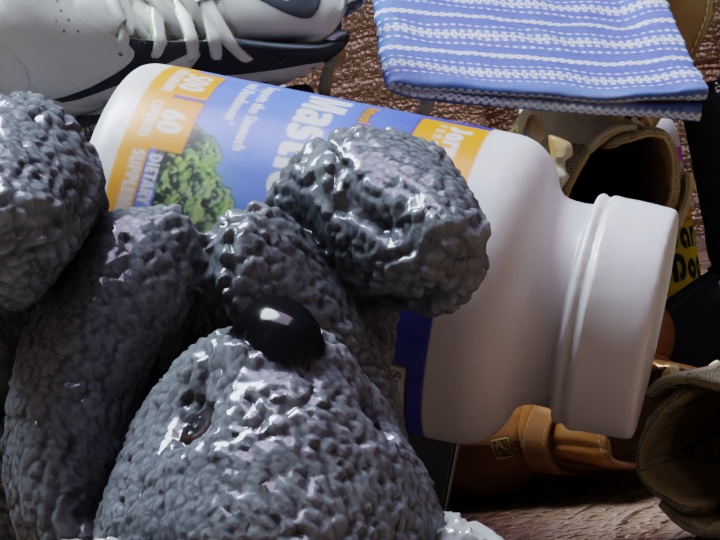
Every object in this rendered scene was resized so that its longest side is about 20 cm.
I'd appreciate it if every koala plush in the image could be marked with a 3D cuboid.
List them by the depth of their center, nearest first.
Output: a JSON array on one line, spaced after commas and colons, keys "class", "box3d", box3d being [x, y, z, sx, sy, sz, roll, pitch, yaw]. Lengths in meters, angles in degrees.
[{"class": "koala plush", "box3d": [-0.034, 0.065, 0.667, 0.177, 0.184, 0.200, 3, 19, -21]}]

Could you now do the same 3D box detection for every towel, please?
[{"class": "towel", "box3d": [0.078, -0.123, 1.095, 0.145, 0.024, 0.200, 3, 28, -4]}]

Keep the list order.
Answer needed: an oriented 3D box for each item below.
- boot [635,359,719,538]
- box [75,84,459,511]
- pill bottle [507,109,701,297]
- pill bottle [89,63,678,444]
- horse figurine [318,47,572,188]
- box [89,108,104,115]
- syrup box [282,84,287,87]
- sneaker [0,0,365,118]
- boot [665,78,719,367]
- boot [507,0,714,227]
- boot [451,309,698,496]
[{"class": "boot", "box3d": [0.167, 0.053, 0.888, 0.155, 0.072, 0.200, -13, 4, -24]}, {"class": "box", "box3d": [-0.082, 0.027, 0.955, 0.200, 0.104, 0.182, -11, 44, -21]}, {"class": "pill bottle", "box3d": [0.132, -0.024, 1.299, 0.104, 0.200, 0.104, -9, 3, 0]}, {"class": "pill bottle", "box3d": [0.006, -0.002, 0.828, 0.200, 0.112, 0.112, 11, 6, 10]}, {"class": "horse figurine", "box3d": [0.033, -0.017, 1.054, 0.200, 0.133, 0.050, 25, 17, 31]}, {"class": "box", "box3d": [-0.169, -0.069, 1.156, 0.200, 0.098, 0.124, 23, -8, 45]}, {"class": "syrup box", "box3d": [0.000, 0.000, 1.211, 0.079, 0.081, 0.200, -35, -54, 26]}, {"class": "sneaker", "box3d": [-0.071, -0.116, 0.998, 0.130, 0.080, 0.199, -26, -21, 28]}, {"class": "boot", "box3d": [0.181, -0.013, 1.211, 0.200, 0.168, 0.076, -10, 1, -7]}, {"class": "boot", "box3d": [0.128, -0.074, 1.144, 0.200, 0.073, 0.155, -52, 14, -5]}, {"class": "boot", "box3d": [0.117, 0.054, 1.054, 0.200, 0.074, 0.155, -27, 12, -39]}]
